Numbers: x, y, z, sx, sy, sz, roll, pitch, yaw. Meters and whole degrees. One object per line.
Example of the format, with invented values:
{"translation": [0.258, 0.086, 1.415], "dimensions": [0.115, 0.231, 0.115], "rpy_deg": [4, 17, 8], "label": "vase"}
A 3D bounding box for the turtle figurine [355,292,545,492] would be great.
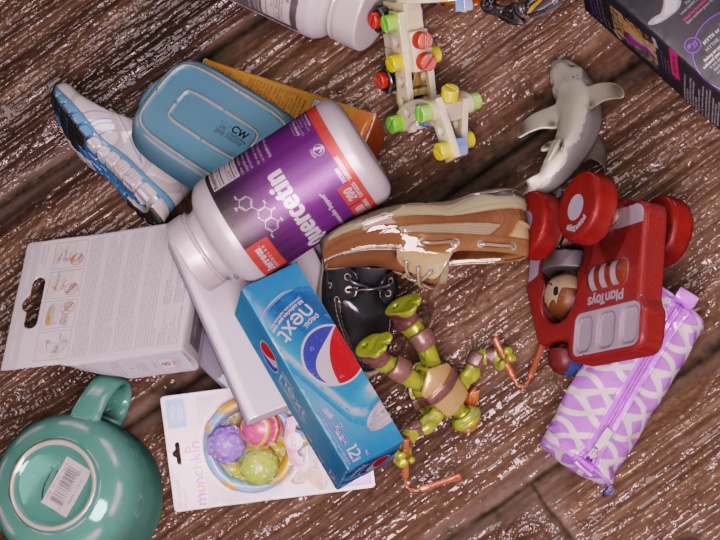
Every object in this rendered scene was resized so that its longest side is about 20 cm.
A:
{"translation": [0.076, 0.099, 1.489], "dimensions": [0.200, 0.064, 0.161], "rpy_deg": [-44, 114, -12], "label": "turtle figurine"}

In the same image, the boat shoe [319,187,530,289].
{"translation": [0.064, -0.023, 1.443], "dimensions": [0.200, 0.076, 0.074], "rpy_deg": [-12, 76, -2], "label": "boat shoe"}

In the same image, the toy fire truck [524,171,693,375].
{"translation": [0.216, 0.010, 1.449], "dimensions": [0.112, 0.200, 0.168], "rpy_deg": [15, 73, -25], "label": "toy fire truck"}

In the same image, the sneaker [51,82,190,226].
{"translation": [-0.245, -0.136, 1.639], "dimensions": [0.087, 0.075, 0.200], "rpy_deg": [-40, 72, -19], "label": "sneaker"}

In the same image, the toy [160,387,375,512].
{"translation": [-0.091, 0.168, 1.511], "dimensions": [0.200, 0.047, 0.115], "rpy_deg": [-7, 89, -2], "label": "toy"}

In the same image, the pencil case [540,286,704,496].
{"translation": [0.247, 0.107, 1.466], "dimensions": [0.084, 0.086, 0.200], "rpy_deg": [30, 81, 6], "label": "pencil case"}

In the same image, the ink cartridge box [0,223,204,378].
{"translation": [-0.252, 0.034, 1.577], "dimensions": [0.200, 0.057, 0.163], "rpy_deg": [-10, 53, 20], "label": "ink cartridge box"}

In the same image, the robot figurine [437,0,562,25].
{"translation": [0.136, -0.323, 1.585], "dimensions": [0.200, 0.058, 0.145], "rpy_deg": [9, 76, 38], "label": "robot figurine"}

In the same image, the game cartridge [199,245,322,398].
{"translation": [-0.076, 0.042, 1.570], "dimensions": [0.133, 0.041, 0.200], "rpy_deg": [42, 86, 21], "label": "game cartridge"}

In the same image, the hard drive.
{"translation": [-0.090, 0.038, 1.521], "dimensions": [0.132, 0.025, 0.200], "rpy_deg": [-20, 72, -18], "label": "hard drive"}

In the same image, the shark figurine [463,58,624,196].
{"translation": [0.205, -0.109, 1.540], "dimensions": [0.128, 0.089, 0.215], "rpy_deg": [10, 66, 47], "label": "shark figurine"}

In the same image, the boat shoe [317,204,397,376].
{"translation": [0.002, 0.000, 1.505], "dimensions": [0.074, 0.066, 0.200], "rpy_deg": [7, 66, -16], "label": "boat shoe"}

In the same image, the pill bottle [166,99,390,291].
{"translation": [-0.079, -0.065, 1.462], "dimensions": [0.200, 0.112, 0.113], "rpy_deg": [-33, 72, 4], "label": "pill bottle"}

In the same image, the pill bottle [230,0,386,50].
{"translation": [-0.068, -0.312, 1.622], "dimensions": [0.200, 0.113, 0.113], "rpy_deg": [27, 82, 15], "label": "pill bottle"}

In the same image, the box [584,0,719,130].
{"translation": [0.329, -0.257, 1.536], "dimensions": [0.122, 0.106, 0.200], "rpy_deg": [-43, 72, -2], "label": "box"}

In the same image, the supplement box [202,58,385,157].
{"translation": [-0.080, -0.154, 1.606], "dimensions": [0.200, 0.067, 0.069], "rpy_deg": [18, 79, 14], "label": "supplement box"}

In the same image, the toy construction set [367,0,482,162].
{"translation": [0.070, -0.214, 1.551], "dimensions": [0.092, 0.131, 0.200], "rpy_deg": [0, 103, -30], "label": "toy construction set"}

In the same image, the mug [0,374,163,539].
{"translation": [-0.285, 0.202, 1.524], "dimensions": [0.152, 0.114, 0.185], "rpy_deg": [-20, 73, 5], "label": "mug"}

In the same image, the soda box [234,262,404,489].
{"translation": [-0.041, 0.098, 1.451], "dimensions": [0.064, 0.068, 0.200], "rpy_deg": [-26, 74, -20], "label": "soda box"}

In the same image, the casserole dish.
{"translation": [-0.144, -0.138, 1.556], "dimensions": [0.200, 0.039, 0.121], "rpy_deg": [33, 79, 17], "label": "casserole dish"}
